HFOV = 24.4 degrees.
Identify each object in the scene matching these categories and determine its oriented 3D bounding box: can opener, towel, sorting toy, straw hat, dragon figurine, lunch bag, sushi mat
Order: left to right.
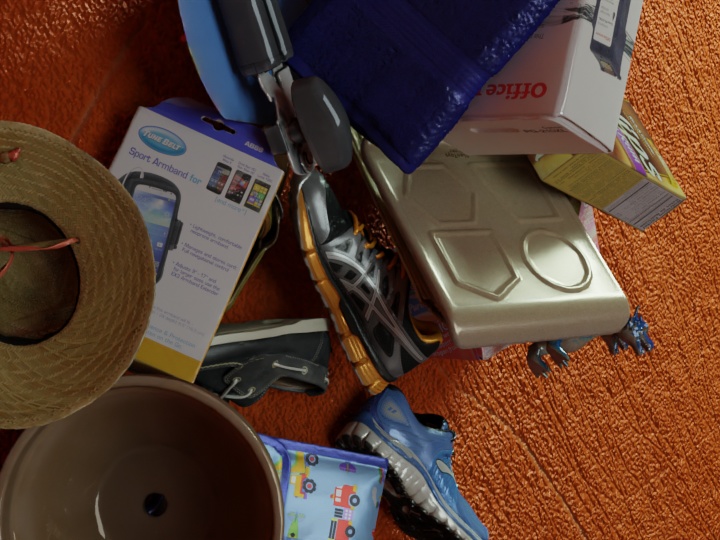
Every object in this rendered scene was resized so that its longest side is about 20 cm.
[{"bbox_3d":[-0.225,0.002,1.105,0.085,0.199,0.203,75,19,-87],"label":"straw hat"},{"bbox_3d":[-0.092,0.199,1.286,0.199,0.094,0.152,16,81,-35],"label":"lunch bag"},{"bbox_3d":[-0.056,-0.166,1.206,0.053,0.066,0.202,-48,124,-64],"label":"can opener"},{"bbox_3d":[0.036,-0.037,1.361,0.096,0.012,0.201,39,22,-57],"label":"sushi mat"},{"bbox_3d":[0.049,-0.191,1.241,0.200,0.148,0.050,-49,169,12],"label":"towel"},{"bbox_3d":[0.105,-0.028,1.338,0.184,0.037,0.201,-4,58,-34],"label":"sorting toy"},{"bbox_3d":[0.155,0.020,1.400,0.200,0.059,0.100,43,55,-4],"label":"dragon figurine"}]

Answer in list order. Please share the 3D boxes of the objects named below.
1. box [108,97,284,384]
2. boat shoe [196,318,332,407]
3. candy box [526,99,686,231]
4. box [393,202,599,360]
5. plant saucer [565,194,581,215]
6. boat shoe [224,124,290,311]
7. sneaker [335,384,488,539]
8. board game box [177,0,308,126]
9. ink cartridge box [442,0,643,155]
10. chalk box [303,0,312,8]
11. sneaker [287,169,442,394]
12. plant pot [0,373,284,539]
[{"bbox_3d":[-0.138,-0.025,1.199,0.118,0.042,0.201,24,67,-4],"label":"box"},{"bbox_3d":[-0.093,0.072,1.276,0.199,0.071,0.068,-1,91,-51],"label":"boat shoe"},{"bbox_3d":[0.196,-0.114,1.432,0.199,0.056,0.117,20,39,-56],"label":"candy box"},{"bbox_3d":[0.121,0.002,1.492,0.199,0.102,0.096,-26,111,-44],"label":"box"},{"bbox_3d":[0.120,-0.109,1.459,0.199,0.031,0.201,20,49,-24],"label":"plant saucer"},{"bbox_3d":[-0.088,-0.042,1.278,0.072,0.068,0.201,44,60,-39],"label":"boat shoe"},{"bbox_3d":[0.062,0.174,1.450,0.200,0.078,0.089,53,57,-35],"label":"sneaker"},{"bbox_3d":[-0.098,-0.183,1.254,0.200,0.039,0.160,-1,82,-63],"label":"board game box"},{"bbox_3d":[0.134,-0.194,1.282,0.084,0.144,0.202,27,72,-46],"label":"ink cartridge box"},{"bbox_3d":[0.026,-0.219,1.361,0.123,0.124,0.202,-27,112,-44],"label":"chalk box"},{"bbox_3d":[0.000,0.000,1.325,0.078,0.077,0.201,-106,172,-63],"label":"sneaker"},{"bbox_3d":[-0.151,0.170,1.169,0.093,0.199,0.203,-71,161,-88],"label":"plant pot"}]
